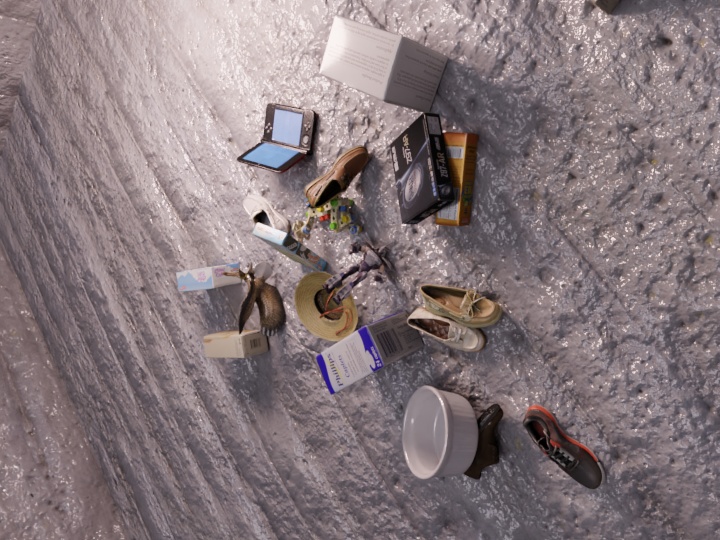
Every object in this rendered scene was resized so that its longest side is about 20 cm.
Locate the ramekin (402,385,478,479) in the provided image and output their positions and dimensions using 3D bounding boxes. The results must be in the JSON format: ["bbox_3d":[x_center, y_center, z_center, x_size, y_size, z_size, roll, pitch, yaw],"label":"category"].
[{"bbox_3d":[0.184,0.373,1.247,0.200,0.096,0.204,-169,90,-68],"label":"ramekin"}]

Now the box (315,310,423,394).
[{"bbox_3d":[0.021,0.201,1.343,0.199,0.183,0.106,-36,76,36],"label":"box"}]

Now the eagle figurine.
[{"bbox_3d":[-0.315,0.088,1.629,0.152,0.149,0.202,90,159,-56],"label":"eagle figurine"}]

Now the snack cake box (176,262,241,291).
[{"bbox_3d":[-0.499,0.023,1.780,0.198,0.114,0.069,-6,93,39],"label":"snack cake box"}]

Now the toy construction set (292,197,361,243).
[{"bbox_3d":[-0.094,-0.142,1.453,0.197,0.092,0.134,-13,89,28],"label":"toy construction set"}]

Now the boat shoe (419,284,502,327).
[{"bbox_3d":[0.221,0.076,1.225,0.198,0.063,0.074,8,59,38],"label":"boat shoe"}]

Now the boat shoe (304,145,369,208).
[{"bbox_3d":[-0.050,-0.229,1.370,0.199,0.072,0.068,-41,43,7],"label":"boat shoe"}]

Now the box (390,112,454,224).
[{"bbox_3d":[0.135,-0.225,1.222,0.160,0.043,0.204,-28,67,61],"label":"box"}]

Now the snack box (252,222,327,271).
[{"bbox_3d":[-0.188,-0.060,1.469,0.115,0.200,0.038,21,80,34],"label":"snack box"}]

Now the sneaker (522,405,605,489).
[{"bbox_3d":[0.409,0.376,1.123,0.200,0.081,0.078,45,121,25],"label":"sneaker"}]

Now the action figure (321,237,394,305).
[{"bbox_3d":[0.000,0.000,1.359,0.199,0.070,0.130,-41,70,-10],"label":"action figure"}]

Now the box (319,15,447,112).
[{"bbox_3d":[0.052,-0.457,1.212,0.198,0.199,0.133,32,113,30],"label":"box"}]

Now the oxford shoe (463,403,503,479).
[{"bbox_3d":[0.289,0.392,1.240,0.083,0.073,0.203,26,116,16],"label":"oxford shoe"}]

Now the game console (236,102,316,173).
[{"bbox_3d":[-0.236,-0.372,1.508,0.198,0.118,0.176,21,109,34],"label":"game console"}]

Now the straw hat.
[{"bbox_3d":[-0.076,0.088,1.469,0.198,0.085,0.205,10,111,26],"label":"straw hat"}]

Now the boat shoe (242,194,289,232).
[{"bbox_3d":[-0.296,-0.167,1.617,0.199,0.069,0.072,36,119,30],"label":"boat shoe"}]

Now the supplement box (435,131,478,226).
[{"bbox_3d":[0.213,-0.201,1.206,0.068,0.066,0.204,13,105,34],"label":"supplement box"}]

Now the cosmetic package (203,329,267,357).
[{"bbox_3d":[-0.399,0.234,1.730,0.197,0.104,0.073,-7,91,37],"label":"cosmetic package"}]

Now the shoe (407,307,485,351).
[{"bbox_3d":[0.198,0.143,1.276,0.198,0.053,0.071,20,109,35],"label":"shoe"}]

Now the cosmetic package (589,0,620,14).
[{"bbox_3d":[0.463,-0.559,0.929,0.071,0.104,0.201,49,125,20],"label":"cosmetic package"}]
